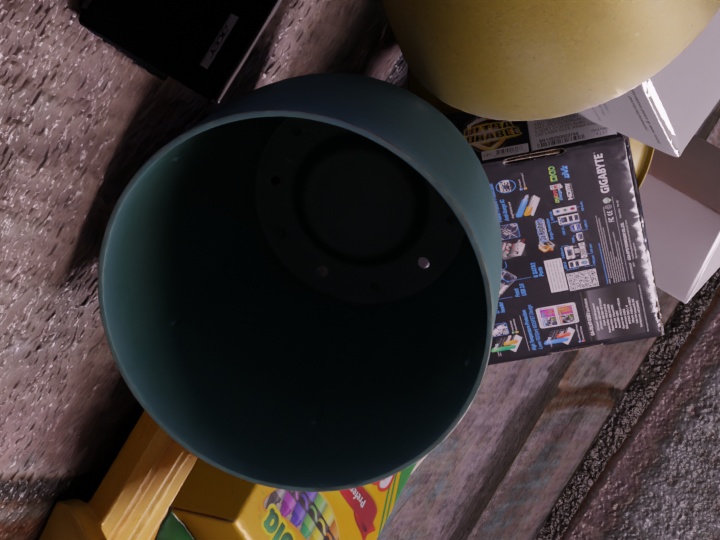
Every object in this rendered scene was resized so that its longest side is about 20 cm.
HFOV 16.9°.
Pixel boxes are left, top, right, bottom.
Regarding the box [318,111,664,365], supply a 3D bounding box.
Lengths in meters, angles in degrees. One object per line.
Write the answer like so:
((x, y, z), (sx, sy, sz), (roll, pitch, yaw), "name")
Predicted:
((0.070, -0.016, 1.437), (0.200, 0.197, 0.050), (69, 14, -52), "box")

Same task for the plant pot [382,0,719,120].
((0.080, -0.199, 1.236), (0.200, 0.199, 0.142), (-55, 140, -14), "plant pot")

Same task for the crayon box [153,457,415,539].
((-0.036, 0.125, 1.406), (0.201, 0.051, 0.127), (-61, 140, -29), "crayon box")

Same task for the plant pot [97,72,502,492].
((-0.017, -0.011, 1.254), (0.201, 0.200, 0.161), (-64, 178, 25), "plant pot")

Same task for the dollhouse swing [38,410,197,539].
((-0.066, 0.168, 1.443), (0.176, 0.182, 0.200), (-42, 159, 28), "dollhouse swing")

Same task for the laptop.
((-0.032, -0.154, 1.050), (0.178, 0.103, 0.200), (-57, 167, 0), "laptop")

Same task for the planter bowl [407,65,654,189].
((0.086, -0.116, 1.465), (0.083, 0.201, 0.201), (-17, 144, -31), "planter bowl")

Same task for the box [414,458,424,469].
((-0.041, 0.164, 1.724), (0.200, 0.095, 0.078), (-44, 177, -40), "box")

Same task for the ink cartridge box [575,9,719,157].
((0.127, -0.171, 1.344), (0.146, 0.199, 0.088), (-54, 144, -14), "ink cartridge box")

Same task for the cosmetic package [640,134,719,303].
((0.194, -0.073, 1.834), (0.108, 0.199, 0.085), (-35, 153, -57), "cosmetic package")
